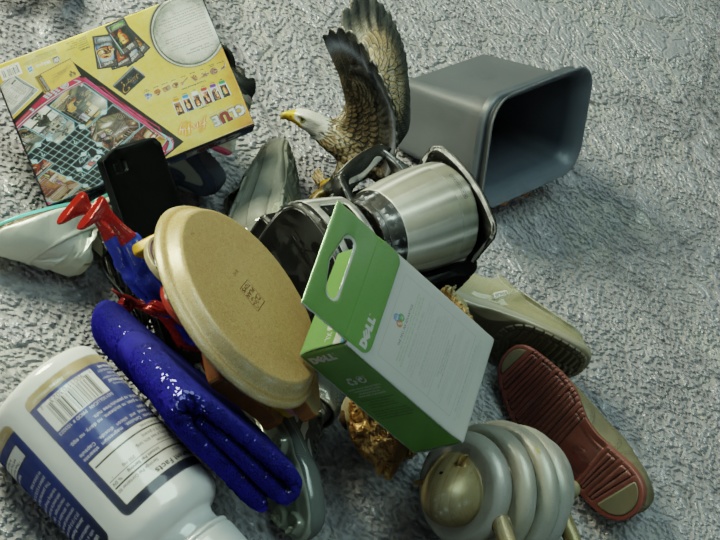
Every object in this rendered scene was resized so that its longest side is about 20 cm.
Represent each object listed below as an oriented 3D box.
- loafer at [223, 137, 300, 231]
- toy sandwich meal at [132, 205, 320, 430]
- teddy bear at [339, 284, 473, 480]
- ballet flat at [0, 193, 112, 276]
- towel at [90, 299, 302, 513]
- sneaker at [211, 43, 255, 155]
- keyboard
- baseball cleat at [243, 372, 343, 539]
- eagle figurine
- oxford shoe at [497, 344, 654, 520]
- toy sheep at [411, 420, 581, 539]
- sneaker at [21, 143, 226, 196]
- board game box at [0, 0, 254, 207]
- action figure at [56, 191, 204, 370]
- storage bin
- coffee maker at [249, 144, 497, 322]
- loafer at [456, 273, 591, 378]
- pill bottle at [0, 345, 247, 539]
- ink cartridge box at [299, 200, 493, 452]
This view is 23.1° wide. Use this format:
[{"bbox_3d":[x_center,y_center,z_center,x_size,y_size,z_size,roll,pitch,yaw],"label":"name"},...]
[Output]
[{"bbox_3d":[-0.096,-0.070,1.675,0.069,0.070,0.200,-11,25,8],"label":"loafer"},{"bbox_3d":[-0.107,0.040,1.401,0.205,0.070,0.206,44,25,-26],"label":"toy sandwich meal"},{"bbox_3d":[0.040,0.094,1.543,0.066,0.146,0.201,21,56,17],"label":"teddy bear"},{"bbox_3d":[-0.238,-0.031,1.541,0.070,0.070,0.199,49,39,17],"label":"ballet flat"},{"bbox_3d":[-0.136,0.108,1.383,0.148,0.050,0.200,42,-3,-32],"label":"towel"},{"bbox_3d":[-0.156,-0.180,1.684,0.073,0.088,0.200,28,7,-36],"label":"sneaker"},{"bbox_3d":[-0.187,-0.009,1.527,0.104,0.039,0.202,-21,92,-49],"label":"keyboard"},{"bbox_3d":[-0.048,0.138,1.493,0.106,0.070,0.201,3,49,-34],"label":"baseball cleat"},{"bbox_3d":[-0.002,-0.145,1.683,0.150,0.201,0.152,1,32,-44],"label":"eagle figurine"},{"bbox_3d":[0.204,0.156,1.680,0.201,0.070,0.075,54,19,20],"label":"oxford shoe"},{"bbox_3d":[0.124,0.195,1.520,0.199,0.138,0.138,10,42,-49],"label":"toy sheep"},{"bbox_3d":[-0.223,-0.103,1.633,0.199,0.070,0.083,26,61,-13],"label":"sneaker"},{"bbox_3d":[-0.211,-0.152,1.576,0.199,0.035,0.136,-22,86,-10],"label":"board game box"},{"bbox_3d":[-0.171,0.021,1.455,0.200,0.065,0.052,48,66,-29],"label":"action figure"},{"bbox_3d":[0.138,-0.156,1.901,0.134,0.147,0.199,24,30,32],"label":"storage bin"},{"bbox_3d":[0.000,0.000,1.575,0.199,0.193,0.134,-20,45,-39],"label":"coffee maker"},{"bbox_3d":[0.138,0.043,1.725,0.199,0.076,0.069,24,45,-13],"label":"loafer"},{"bbox_3d":[-0.180,0.163,1.336,0.200,0.111,0.111,45,39,12],"label":"pill bottle"},{"bbox_3d":[0.015,0.048,1.417,0.200,0.059,0.104,41,52,-30],"label":"ink cartridge box"}]
